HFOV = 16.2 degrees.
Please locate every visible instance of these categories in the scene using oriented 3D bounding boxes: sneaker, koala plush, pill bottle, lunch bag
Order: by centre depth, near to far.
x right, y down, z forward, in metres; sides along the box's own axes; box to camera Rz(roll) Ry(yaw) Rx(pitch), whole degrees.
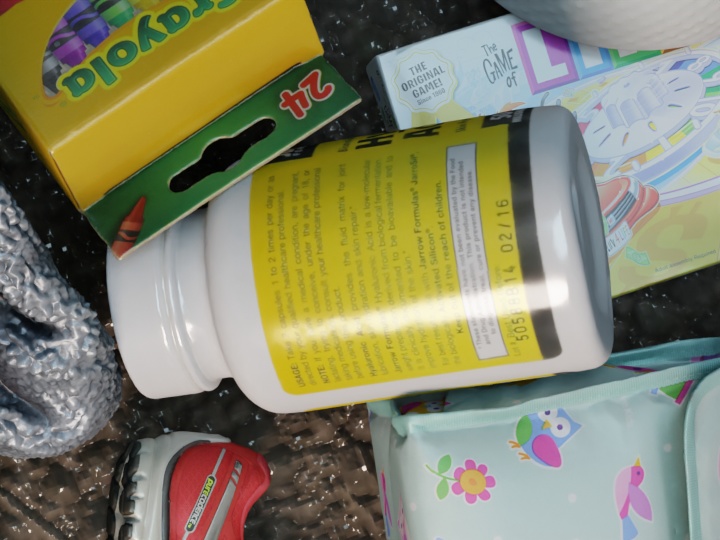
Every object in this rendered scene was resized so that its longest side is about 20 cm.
[{"bbox_3d":[-0.218,0.047,1.038,0.200,0.177,0.184,-41,116,-11],"label":"koala plush"},{"bbox_3d":[0.000,0.000,1.060,0.199,0.111,0.112,-9,87,11],"label":"pill bottle"},{"bbox_3d":[-0.066,0.171,1.095,0.084,0.077,0.202,2,86,-13],"label":"sneaker"},{"bbox_3d":[0.115,0.120,1.095,0.199,0.122,0.172,-8,95,-8],"label":"lunch bag"}]

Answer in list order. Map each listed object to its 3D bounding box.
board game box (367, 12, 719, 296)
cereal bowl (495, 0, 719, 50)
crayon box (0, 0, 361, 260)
[{"bbox_3d":[0.118,-0.060,1.146,0.199,0.034,0.135,-18,88,-8],"label":"board game box"},{"bbox_3d":[0.125,-0.203,1.114,0.199,0.083,0.201,1,68,-1],"label":"cereal bowl"},{"bbox_3d":[-0.104,-0.113,1.069,0.127,0.051,0.200,-35,58,-9],"label":"crayon box"}]
